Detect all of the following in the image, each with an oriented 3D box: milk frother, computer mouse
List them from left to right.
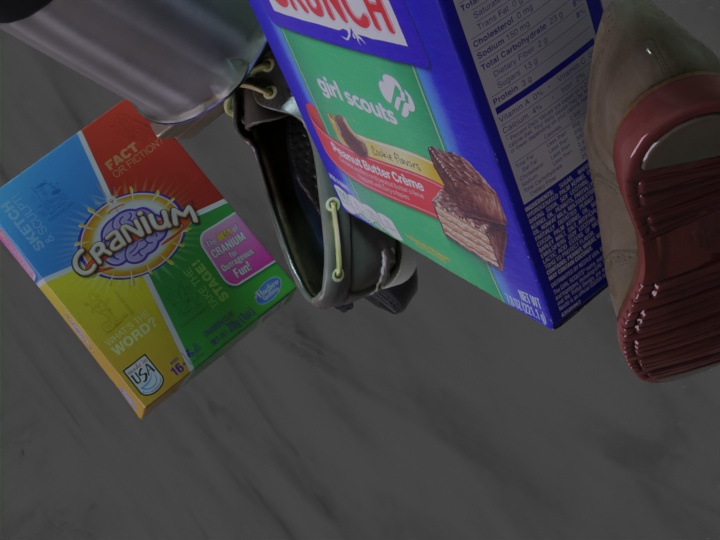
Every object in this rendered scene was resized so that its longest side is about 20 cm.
[{"bbox_3d":[-0.111,-0.203,0.724,0.187,0.199,0.182,26,-138,-46],"label":"milk frother"},{"bbox_3d":[0.000,0.000,1.016,0.058,0.034,0.200,37,169,-8],"label":"computer mouse"}]

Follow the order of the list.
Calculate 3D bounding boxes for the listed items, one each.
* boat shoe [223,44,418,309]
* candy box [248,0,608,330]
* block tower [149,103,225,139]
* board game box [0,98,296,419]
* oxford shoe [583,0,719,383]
[{"bbox_3d":[-0.033,-0.081,0.809,0.072,0.060,0.204,-18,94,53],"label":"boat shoe"},{"bbox_3d":[0.029,-0.095,0.671,0.169,0.077,0.201,31,151,49],"label":"candy box"},{"bbox_3d":[-0.129,-0.170,0.872,0.202,0.058,0.054,61,-156,11],"label":"block tower"},{"bbox_3d":[-0.169,-0.014,1.200,0.200,0.153,0.040,49,161,6],"label":"board game box"},{"bbox_3d":[0.124,-0.026,0.618,0.201,0.070,0.075,76,176,-55],"label":"oxford shoe"}]
